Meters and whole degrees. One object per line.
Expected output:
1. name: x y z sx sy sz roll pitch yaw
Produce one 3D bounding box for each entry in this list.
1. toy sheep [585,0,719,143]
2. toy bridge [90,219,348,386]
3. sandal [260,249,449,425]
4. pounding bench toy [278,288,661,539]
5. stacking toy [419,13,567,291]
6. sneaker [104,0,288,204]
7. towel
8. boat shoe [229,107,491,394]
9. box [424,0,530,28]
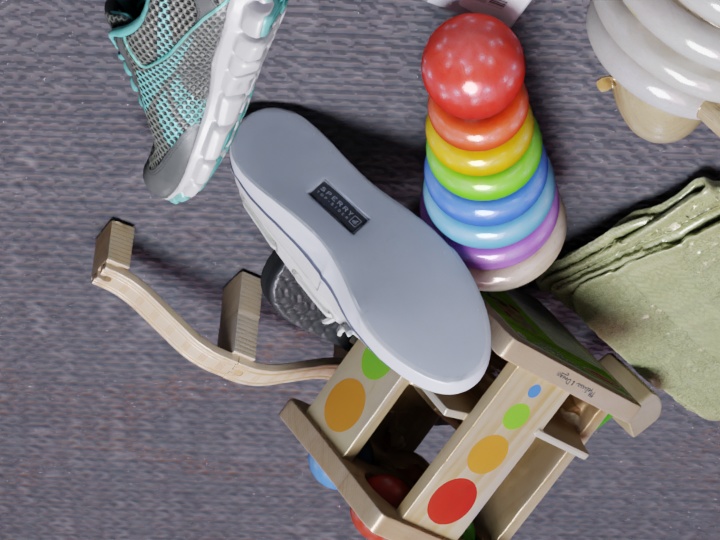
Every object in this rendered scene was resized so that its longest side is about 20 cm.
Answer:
1. toy sheep: 0.181 -0.142 1.127 0.137 0.138 0.201 16 128 -17
2. toy bridge: -0.076 0.035 1.435 0.199 0.068 0.027 23 139 -24
3. sandal: 0.014 0.028 1.431 0.075 0.048 0.200 -46 129 6
4. pounding bench toy: 0.078 0.103 1.401 0.199 0.124 0.156 27 104 -41
5. stacking toy: 0.064 -0.068 1.247 0.085 0.086 0.200 -3 152 8
6. sneaker: -0.097 -0.119 1.243 0.091 0.078 0.201 24 138 -1
7. towel: 0.219 0.020 1.420 0.148 0.037 0.200 -26 134 33
8. boat shoe: -0.004 0.002 1.312 0.202 0.074 0.086 44 159 17
9. box: 0.019 -0.206 1.125 0.198 0.041 0.156 16 142 -18
